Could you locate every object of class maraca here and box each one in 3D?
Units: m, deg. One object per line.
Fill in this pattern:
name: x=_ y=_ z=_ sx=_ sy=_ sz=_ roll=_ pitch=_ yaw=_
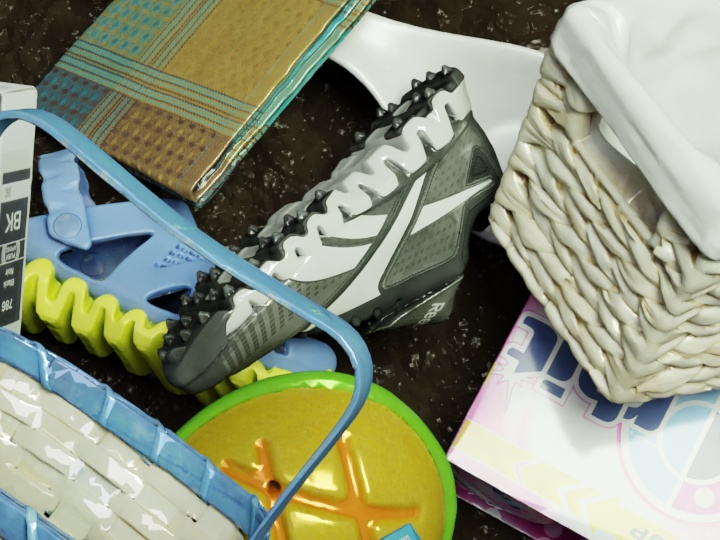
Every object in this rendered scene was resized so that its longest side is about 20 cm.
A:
maraca: x=-0.047 y=0.131 z=0.745 sx=0.200 sy=0.107 sz=0.137 roll=-44 pitch=102 yaw=7

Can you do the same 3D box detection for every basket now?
basket: x=-0.112 y=0.063 z=0.640 sx=0.176 sy=0.139 sz=0.201 roll=36 pitch=109 yaw=11
basket: x=0.173 y=-0.032 z=0.738 sx=0.198 sy=0.124 sz=0.136 roll=-7 pitch=48 yaw=-30

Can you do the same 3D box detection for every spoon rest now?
spoon rest: x=0.035 y=-0.081 z=0.829 sx=0.199 sy=0.061 sz=0.100 roll=26 pitch=75 yaw=7

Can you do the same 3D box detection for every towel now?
towel: x=-0.060 y=-0.128 z=0.823 sx=0.146 sy=0.022 sz=0.201 roll=26 pitch=71 yaw=41

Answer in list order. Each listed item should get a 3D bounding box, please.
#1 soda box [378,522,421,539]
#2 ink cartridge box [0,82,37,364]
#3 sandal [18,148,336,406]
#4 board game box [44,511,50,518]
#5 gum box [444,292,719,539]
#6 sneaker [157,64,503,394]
soda box: x=-0.047 y=0.180 z=0.666 sx=0.200 sy=0.068 sz=0.064 roll=-38 pitch=80 yaw=29
ink cartridge box: x=-0.201 y=0.012 z=0.755 sx=0.098 sy=0.039 sz=0.202 roll=8 pitch=102 yaw=13
sandal: x=-0.100 y=0.003 z=0.795 sx=0.198 sy=0.080 sz=0.088 roll=24 pitch=71 yaw=4
board game box: x=-0.227 y=0.093 z=0.735 sx=0.200 sy=0.039 sz=0.158 roll=40 pitch=110 yaw=2
gum box: x=0.148 y=0.091 z=0.778 sx=0.199 sy=0.066 sz=0.114 roll=28 pitch=74 yaw=7
sneaker: x=0.000 y=0.000 z=0.750 sx=0.200 sy=0.066 sz=0.091 roll=-44 pitch=105 yaw=-27
